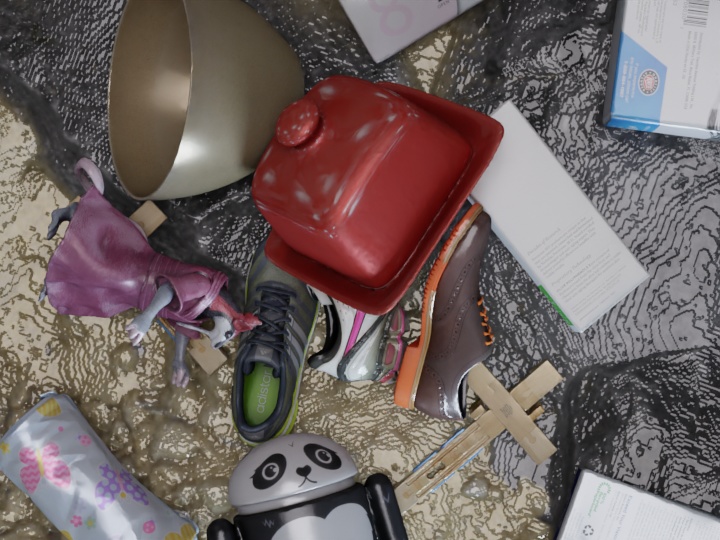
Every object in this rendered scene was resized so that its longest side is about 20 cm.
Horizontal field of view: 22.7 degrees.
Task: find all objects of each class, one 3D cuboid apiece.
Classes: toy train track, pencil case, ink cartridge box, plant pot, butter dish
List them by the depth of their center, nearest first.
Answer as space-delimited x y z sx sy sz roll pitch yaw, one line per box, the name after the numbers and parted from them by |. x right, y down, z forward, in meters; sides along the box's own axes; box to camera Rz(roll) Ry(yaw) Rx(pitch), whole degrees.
-0.015 -0.092 1.519 0.148 0.200 0.200 37 83 -41 | butter dish
-0.128 -0.159 1.591 0.134 0.200 0.202 3 88 -27 | plant pot
0.327 -0.192 1.614 0.199 0.086 0.147 8 89 1 | ink cartridge box
0.032 -0.314 1.617 0.162 0.057 0.201 -31 112 1 | ink cartridge box
-0.239 0.203 1.619 0.200 0.083 0.091 44 91 3 | pencil case
0.258 0.304 1.620 0.199 0.041 0.201 21 89 2 | ink cartridge box
0.101 0.152 1.639 0.200 0.033 0.115 -41 94 6 | toy train track
-0.196 0.012 1.647 0.115 0.033 0.200 -42 93 8 | toy train track

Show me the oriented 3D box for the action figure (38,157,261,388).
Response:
-0.180 0.010 1.586 0.199 0.134 0.150 16 71 1 | action figure

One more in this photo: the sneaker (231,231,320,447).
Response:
-0.077 0.063 1.620 0.073 0.081 0.201 5 88 2 | sneaker

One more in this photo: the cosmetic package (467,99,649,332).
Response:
0.163 -0.048 1.604 0.085 0.108 0.200 -40 86 2 | cosmetic package

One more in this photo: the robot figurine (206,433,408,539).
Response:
-0.045 0.245 1.589 0.124 0.150 0.201 -16 88 30 | robot figurine

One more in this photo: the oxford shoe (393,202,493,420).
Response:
0.090 0.038 1.575 0.072 0.071 0.201 21 114 12 | oxford shoe

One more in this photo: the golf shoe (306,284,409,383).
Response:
0.000 0.000 1.616 0.091 0.073 0.201 5 87 -15 | golf shoe
